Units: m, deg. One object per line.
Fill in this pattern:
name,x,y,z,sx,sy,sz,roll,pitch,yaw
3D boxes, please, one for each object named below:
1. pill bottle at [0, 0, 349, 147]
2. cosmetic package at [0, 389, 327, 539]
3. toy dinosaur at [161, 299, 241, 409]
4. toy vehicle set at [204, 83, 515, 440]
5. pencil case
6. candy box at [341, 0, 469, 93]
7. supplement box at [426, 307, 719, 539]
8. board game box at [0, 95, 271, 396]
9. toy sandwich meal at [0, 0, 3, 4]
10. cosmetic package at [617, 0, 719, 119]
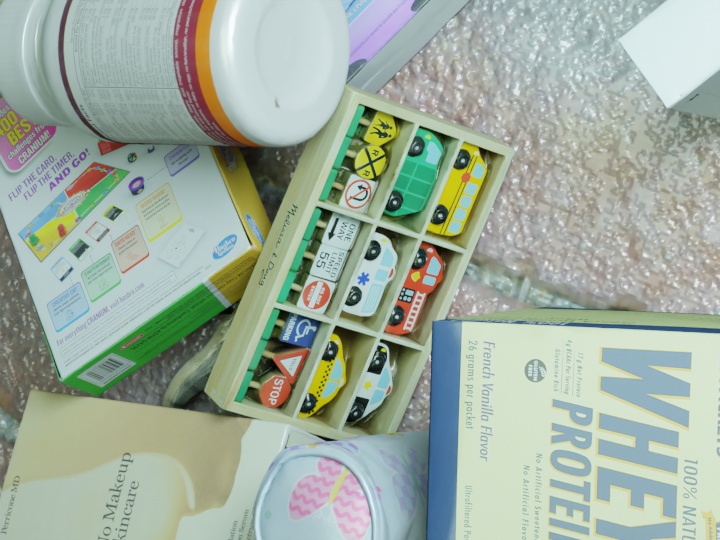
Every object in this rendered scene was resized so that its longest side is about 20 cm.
pill bottle,-0.112,-0.127,1.499,0.199,0.109,0.110,4,93,40
cosmetic package,-0.117,0.137,1.567,0.199,0.071,0.106,4,74,33
toy dinosaur,-0.070,0.021,1.598,0.199,0.047,0.088,-33,87,21
toy vehicle set,0.000,0.000,1.533,0.026,0.124,0.201,36,107,53
pencil case,0.019,0.139,1.488,0.083,0.200,0.091,-25,76,25
candy box,-0.034,-0.209,1.563,0.168,0.071,0.200,-43,78,17
supplement box,0.159,0.093,1.431,0.199,0.200,0.135,2,92,20
board game box,-0.145,-0.049,1.590,0.153,0.040,0.201,-33,60,18
toy sandwich meal,-0.251,-0.199,1.631,0.204,0.070,0.207,-2,86,28
cosmetic package,0.232,-0.145,1.397,0.151,0.200,0.052,-41,77,16
